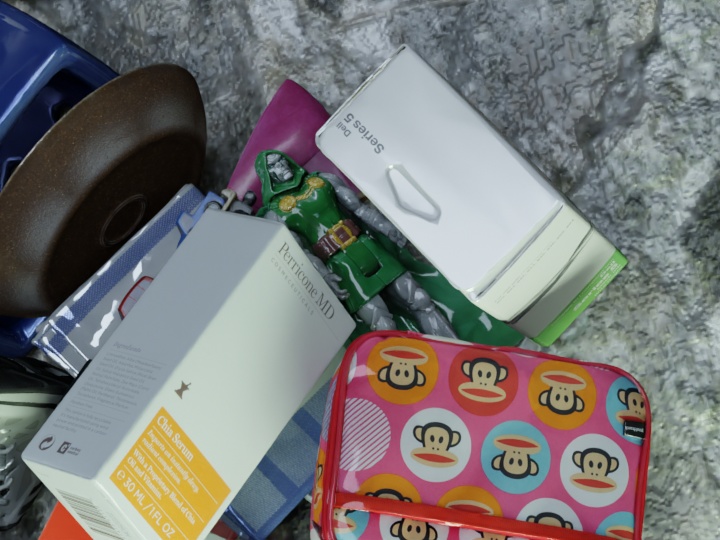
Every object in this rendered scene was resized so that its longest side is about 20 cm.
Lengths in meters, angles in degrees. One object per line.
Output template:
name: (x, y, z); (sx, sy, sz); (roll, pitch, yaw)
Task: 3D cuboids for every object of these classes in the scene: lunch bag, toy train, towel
lunch bag: (0.069, 0.135, 1.561); (0.199, 0.082, 0.177); (9, 73, -6)
toy train: (-0.130, 0.028, 1.632); (0.046, 0.034, 0.200); (33, 80, 9)
towel: (-0.091, 0.059, 1.660); (0.200, 0.024, 0.147); (44, 80, 0)

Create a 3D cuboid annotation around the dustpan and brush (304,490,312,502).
dustpan and brush: (0.003, 0.154, 1.655); (0.200, 0.057, 0.140); (15, 75, 48)

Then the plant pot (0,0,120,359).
plant pot: (-0.264, -0.086, 1.709); (0.180, 0.200, 0.200); (39, 91, 25)

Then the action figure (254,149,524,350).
action figure: (0.000, 0.000, 1.657); (0.118, 0.055, 0.200); (-39, 82, -28)

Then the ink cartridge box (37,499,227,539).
ink cartridge box: (-0.122, 0.231, 1.598); (0.047, 0.200, 0.160); (-3, 56, 52)

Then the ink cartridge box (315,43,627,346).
ink cartridge box: (0.071, -0.042, 1.598); (0.084, 0.200, 0.146); (-46, 72, 4)

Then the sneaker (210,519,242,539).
sneaker: (-0.109, 0.177, 1.679); (0.087, 0.074, 0.201); (-4, 79, 14)

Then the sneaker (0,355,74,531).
sneaker: (-0.231, 0.115, 1.660); (0.076, 0.200, 0.116); (21, 90, 14)

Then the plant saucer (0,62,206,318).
plant saucer: (-0.162, -0.041, 1.664); (0.037, 0.200, 0.201); (39, 92, 19)

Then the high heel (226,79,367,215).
high heel: (-0.099, -0.039, 1.712); (0.200, 0.067, 0.096); (-32, 83, 3)

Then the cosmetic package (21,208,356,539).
cosmetic package: (-0.101, 0.072, 1.568); (0.071, 0.101, 0.200); (12, 58, 44)
